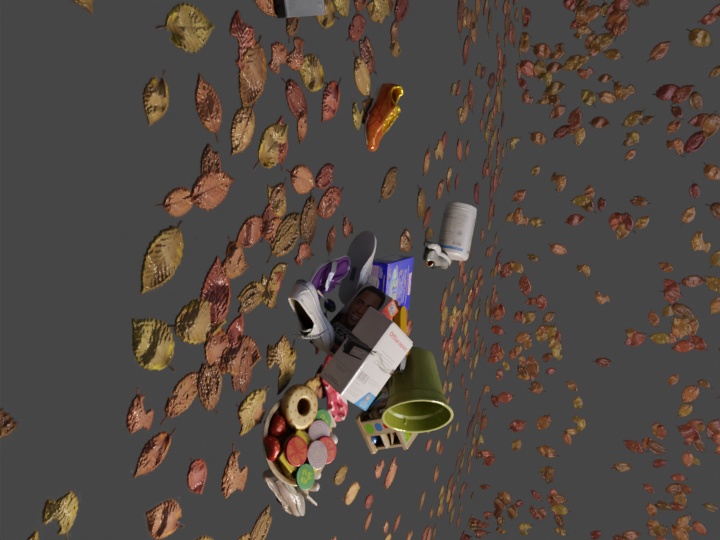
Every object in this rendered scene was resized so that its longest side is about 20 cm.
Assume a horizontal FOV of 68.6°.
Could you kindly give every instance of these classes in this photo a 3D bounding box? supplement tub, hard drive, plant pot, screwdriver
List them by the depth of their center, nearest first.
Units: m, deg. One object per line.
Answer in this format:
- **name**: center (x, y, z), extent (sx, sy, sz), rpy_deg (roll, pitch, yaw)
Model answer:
- **hard drive**: center (-0.121, -0.589, 0.991), extent (0.139, 0.032, 0.204), rpy_deg (-42, 135, -52)
- **screwdriver**: center (-0.081, 0.074, 1.244), extent (0.200, 0.027, 0.030), rpy_deg (69, -5, -78)
- **plant pot**: center (0.155, 0.329, 1.499), extent (0.202, 0.196, 0.187), rpy_deg (67, 17, -48)
- **supplement tub**: center (0.373, -0.150, 2.054), extent (0.132, 0.129, 0.205), rpy_deg (24, 77, -63)

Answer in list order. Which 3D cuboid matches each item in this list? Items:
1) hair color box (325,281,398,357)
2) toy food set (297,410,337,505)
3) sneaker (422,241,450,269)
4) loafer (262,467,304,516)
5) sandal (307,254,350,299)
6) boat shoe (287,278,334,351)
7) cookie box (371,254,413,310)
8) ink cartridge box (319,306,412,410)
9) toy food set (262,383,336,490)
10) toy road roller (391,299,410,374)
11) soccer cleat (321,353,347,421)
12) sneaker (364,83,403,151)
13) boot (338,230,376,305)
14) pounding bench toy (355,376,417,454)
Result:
- **hair color box**: center (-0.009, 0.135, 1.322), extent (0.200, 0.101, 0.062), rpy_deg (-47, 142, -18)
- **toy food set**: center (-0.100, 0.462, 1.302), extent (0.144, 0.059, 0.204), rpy_deg (81, 19, -60)
- **sneaker**: center (0.278, -0.041, 1.975), extent (0.200, 0.073, 0.081), rpy_deg (35, 77, -56)
- **loafer**: center (-0.177, 0.513, 1.236), extent (0.073, 0.061, 0.203), rpy_deg (-101, -179, -50)
- **sandal**: center (-0.069, 0.015, 1.282), extent (0.203, 0.049, 0.084), rpy_deg (-46, 138, -50)
- **boat shoe**: center (-0.118, 0.124, 1.193), extent (0.087, 0.073, 0.205), rpy_deg (-55, 142, -42)
- **cookie box**: center (0.086, 0.049, 1.589), extent (0.199, 0.074, 0.175), rpy_deg (-14, 110, -62)
- **ink cartridge box**: center (0.018, 0.209, 1.248), extent (0.201, 0.084, 0.145), rpy_deg (-52, 143, -8)
- **toy food set**: center (-0.134, 0.376, 1.185), extent (0.200, 0.048, 0.201), rpy_deg (56, 41, -15)
- **toy road roller**: center (0.074, 0.180, 1.439), extent (0.145, 0.120, 0.205), rpy_deg (-3, 92, -67)
- **soccer cleat**: center (-0.066, 0.297, 1.389), extent (0.077, 0.065, 0.205), rpy_deg (-102, -172, -74)
- **sneaker**: center (0.061, -0.406, 1.382), extent (0.073, 0.076, 0.204), rpy_deg (41, 63, -62)
- **boot**: center (0.000, 0.000, 1.415), extent (0.204, 0.072, 0.095), rpy_deg (-69, 159, -5)
- **pounding bench toy**: center (0.066, 0.430, 1.611), extent (0.124, 0.154, 0.203), rpy_deg (-33, 101, -55)
